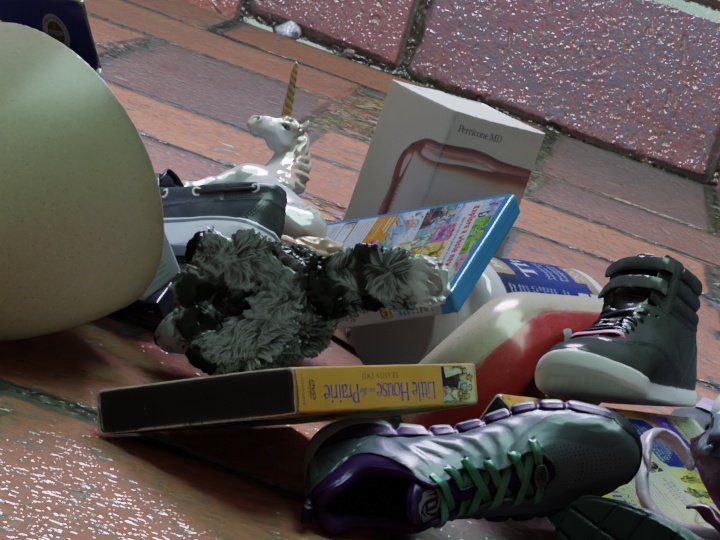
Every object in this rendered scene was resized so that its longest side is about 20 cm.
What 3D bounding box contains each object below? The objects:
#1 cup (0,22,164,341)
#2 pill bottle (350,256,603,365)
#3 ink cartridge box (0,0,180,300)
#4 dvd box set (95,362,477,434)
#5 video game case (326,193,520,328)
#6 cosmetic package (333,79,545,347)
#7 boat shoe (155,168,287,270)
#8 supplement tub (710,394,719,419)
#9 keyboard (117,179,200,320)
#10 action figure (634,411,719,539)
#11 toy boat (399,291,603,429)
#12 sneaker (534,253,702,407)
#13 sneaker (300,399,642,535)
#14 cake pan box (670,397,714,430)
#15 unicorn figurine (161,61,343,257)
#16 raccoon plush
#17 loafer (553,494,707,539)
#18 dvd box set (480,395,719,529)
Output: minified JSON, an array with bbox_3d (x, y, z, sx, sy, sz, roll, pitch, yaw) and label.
[{"bbox_3d":[-0.241,-0.035,1.532,0.200,0.200,0.143,26,40,30],"label":"cup"},{"bbox_3d":[0.089,0.044,1.832,0.200,0.111,0.111,7,16,-47],"label":"pill bottle"},{"bbox_3d":[-0.223,-0.083,1.636,0.200,0.200,0.041,8,35,46],"label":"ink cartridge box"},{"bbox_3d":[-0.041,0.077,1.505,0.146,0.029,0.200,-8,-5,32],"label":"dvd box set"},{"bbox_3d":[0.000,0.000,1.750,0.200,0.018,0.143,-9,25,28],"label":"video game case"},{"bbox_3d":[0.051,-0.033,1.909,0.103,0.200,0.087,10,13,-39],"label":"cosmetic package"},{"bbox_3d":[-0.134,-0.039,1.701,0.200,0.066,0.070,1,-28,37],"label":"boat shoe"},{"bbox_3d":[0.338,0.131,1.649,0.200,0.123,0.123,49,12,-2],"label":"supplement tub"},{"bbox_3d":[-0.124,-0.018,1.803,0.127,0.021,0.200,9,29,11],"label":"keyboard"},{"bbox_3d":[0.266,0.182,1.496,0.149,0.134,0.200,-13,-47,32],"label":"action figure"},{"bbox_3d":[0.119,0.096,1.680,0.200,0.131,0.131,3,48,-55],"label":"toy boat"},{"bbox_3d":[0.167,0.034,1.615,0.071,0.099,0.200,0,-6,28],"label":"sneaker"},{"bbox_3d":[0.064,0.127,1.437,0.200,0.074,0.088,-6,21,6],"label":"sneaker"},{"bbox_3d":[0.314,0.159,1.817,0.200,0.052,0.184,22,9,14],"label":"cake pan box"},{"bbox_3d":[-0.075,-0.053,1.793,0.137,0.074,0.200,-8,47,-27],"label":"unicorn figurine"},{"bbox_3d":[-0.038,0.036,1.611,0.200,0.097,0.134,7,-10,9],"label":"raccoon plush"},{"bbox_3d":[0.201,0.194,1.425,0.200,0.073,0.072,33,6,19],"label":"loafer"},{"bbox_3d":[0.183,0.143,1.577,0.200,0.029,0.146,9,33,-45],"label":"dvd box set"}]
